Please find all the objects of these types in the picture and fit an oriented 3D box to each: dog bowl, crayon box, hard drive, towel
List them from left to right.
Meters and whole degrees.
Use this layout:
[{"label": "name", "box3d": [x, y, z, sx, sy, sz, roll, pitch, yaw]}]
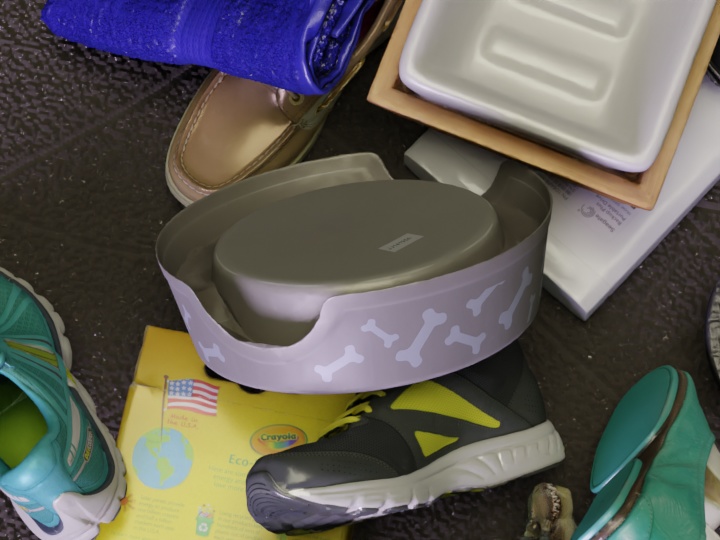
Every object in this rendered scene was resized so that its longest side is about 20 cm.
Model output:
[{"label": "crayon box", "box3d": [-0.068, 0.138, 1.243, 0.127, 0.051, 0.200, 11, 73, 4]}, {"label": "towel", "box3d": [-0.066, -0.173, 1.294, 0.200, 0.050, 0.148, 14, 64, 37]}, {"label": "dog bowl", "box3d": [0.000, 0.000, 1.224, 0.200, 0.200, 0.059, -10, 112, -3]}, {"label": "hard drive", "box3d": [0.139, -0.087, 1.326, 0.132, 0.027, 0.200, 42, 77, 12]}]

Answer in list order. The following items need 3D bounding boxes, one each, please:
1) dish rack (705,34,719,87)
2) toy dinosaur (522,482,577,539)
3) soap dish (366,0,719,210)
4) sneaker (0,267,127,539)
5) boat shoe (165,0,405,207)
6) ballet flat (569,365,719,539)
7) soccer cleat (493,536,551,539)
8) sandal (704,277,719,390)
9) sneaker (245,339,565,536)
[{"label": "dish rack", "box3d": [0.294, -0.097, 1.304, 0.153, 0.055, 0.200, -41, 96, -11]}, {"label": "toy dinosaur", "box3d": [0.147, 0.195, 1.228, 0.088, 0.047, 0.200, -19, 78, -2]}, {"label": "soap dish", "box3d": [0.110, -0.142, 1.283, 0.157, 0.081, 0.200, 21, 74, 3]}, {"label": "sneaker", "box3d": [-0.184, 0.052, 1.238, 0.078, 0.080, 0.200, -43, 52, 1]}, {"label": "boat shoe", "box3d": [-0.036, -0.118, 1.316, 0.074, 0.066, 0.200, 34, 76, 11]}, {"label": "ballet flat", "box3d": [0.148, 0.113, 1.200, 0.070, 0.200, 0.067, 44, 113, -4]}, {"label": "soccer cleat", "box3d": [0.006, 0.173, 1.179, 0.200, 0.068, 0.073, -4, 81, -17]}, {"label": "sandal", "box3d": [0.249, 0.080, 1.268, 0.075, 0.045, 0.200, -45, 91, -7]}, {"label": "sneaker", "box3d": [0.015, 0.077, 1.209, 0.200, 0.074, 0.085, -9, 82, -46]}]
